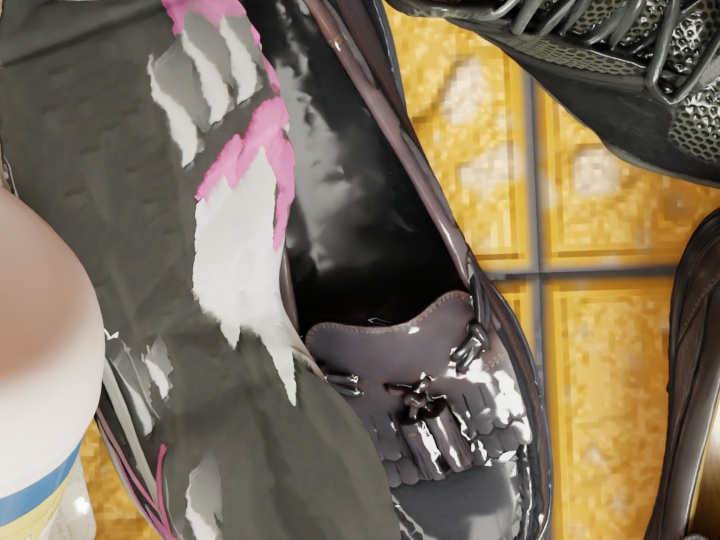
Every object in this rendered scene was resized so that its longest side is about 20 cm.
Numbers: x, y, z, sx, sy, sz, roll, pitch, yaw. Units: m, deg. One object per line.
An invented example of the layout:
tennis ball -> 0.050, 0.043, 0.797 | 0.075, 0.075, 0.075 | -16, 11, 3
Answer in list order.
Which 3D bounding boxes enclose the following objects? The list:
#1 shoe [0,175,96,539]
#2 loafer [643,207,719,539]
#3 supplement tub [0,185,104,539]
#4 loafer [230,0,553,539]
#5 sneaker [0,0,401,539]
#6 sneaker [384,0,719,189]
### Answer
shoe -> -0.111, -0.010, 0.818 | 0.053, 0.070, 0.201 | -6, 95, -14
loafer -> 0.112, 0.083, 0.803 | 0.072, 0.072, 0.201 | -3, 100, 6
supplement tub -> -0.157, 0.075, 0.715 | 0.144, 0.145, 0.201 | 23, 118, 2
loafer -> 0.000, 0.000, 0.806 | 0.072, 0.063, 0.201 | -20, 97, 7
sneaker -> -0.057, 0.007, 0.783 | 0.080, 0.086, 0.201 | -15, 92, -18
sneaker -> 0.062, -0.076, 0.763 | 0.199, 0.114, 0.076 | 35, 101, -5
